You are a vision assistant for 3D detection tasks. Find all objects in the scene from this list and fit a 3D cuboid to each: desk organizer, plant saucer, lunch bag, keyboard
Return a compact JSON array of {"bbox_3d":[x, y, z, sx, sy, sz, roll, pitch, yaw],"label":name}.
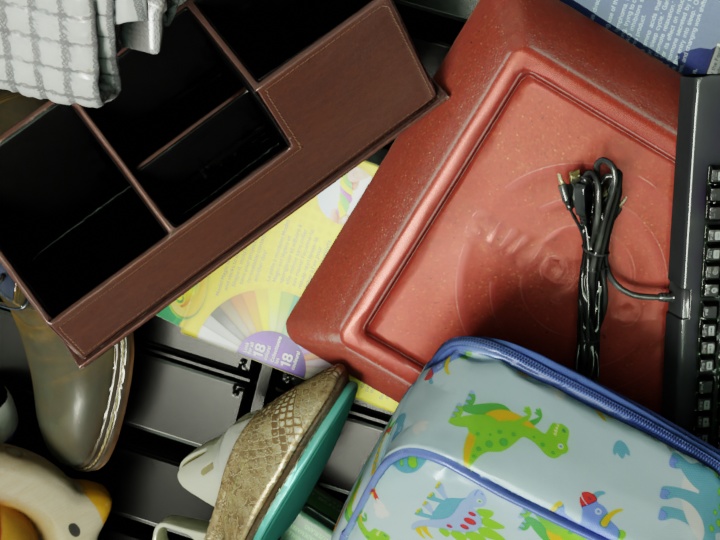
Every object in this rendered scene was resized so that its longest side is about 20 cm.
[{"bbox_3d":[-0.071,-0.057,0.712,0.200,0.077,0.072,-37,55,-2],"label":"desk organizer"},{"bbox_3d":[0.096,0.002,0.749,0.200,0.037,0.200,30,106,-5],"label":"plant saucer"},{"bbox_3d":[0.074,0.121,0.733,0.161,0.082,0.200,27,147,3],"label":"lunch bag"},{"bbox_3d":[0.148,0.014,0.720,0.127,0.021,0.200,1,105,3],"label":"keyboard"}]

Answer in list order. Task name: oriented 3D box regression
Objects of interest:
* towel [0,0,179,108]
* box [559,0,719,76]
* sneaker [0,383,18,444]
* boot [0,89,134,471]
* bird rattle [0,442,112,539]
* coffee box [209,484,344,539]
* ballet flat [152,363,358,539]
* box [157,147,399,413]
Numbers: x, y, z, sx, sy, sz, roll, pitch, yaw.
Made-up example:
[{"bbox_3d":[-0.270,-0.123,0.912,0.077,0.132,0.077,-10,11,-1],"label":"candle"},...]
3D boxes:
[{"bbox_3d":[-0.153,-0.168,0.609,0.165,0.086,0.200,10,132,11],"label":"towel"},{"bbox_3d":[0.158,-0.071,0.766,0.200,0.032,0.121,19,106,4],"label":"box"},{"bbox_3d":[-0.249,0.153,0.880,0.200,0.081,0.147,-22,115,3],"label":"sneaker"},{"bbox_3d":[-0.169,0.008,0.802,0.075,0.097,0.200,4,101,41],"label":"boot"},{"bbox_3d":[-0.208,0.157,0.818,0.200,0.113,0.163,21,97,-22],"label":"bird rattle"},{"bbox_3d":[-0.058,0.206,0.866,0.123,0.044,0.200,33,106,1],"label":"coffee box"},{"bbox_3d":[-0.064,0.123,0.787,0.065,0.071,0.200,27,108,14],"label":"ballet flat"},{"bbox_3d":[0.000,0.000,0.805,0.200,0.048,0.117,21,106,2],"label":"box"}]
